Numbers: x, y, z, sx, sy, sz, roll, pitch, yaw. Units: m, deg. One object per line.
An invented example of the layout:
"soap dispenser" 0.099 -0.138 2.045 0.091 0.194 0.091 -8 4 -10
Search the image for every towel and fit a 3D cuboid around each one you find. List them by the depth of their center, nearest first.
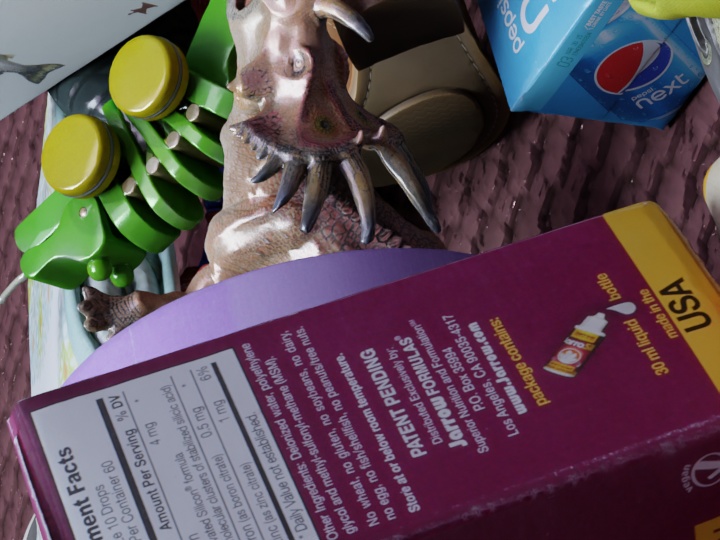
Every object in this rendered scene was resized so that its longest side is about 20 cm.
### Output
"towel" -0.109 0.018 1.195 0.172 0.048 0.201 102 165 -49

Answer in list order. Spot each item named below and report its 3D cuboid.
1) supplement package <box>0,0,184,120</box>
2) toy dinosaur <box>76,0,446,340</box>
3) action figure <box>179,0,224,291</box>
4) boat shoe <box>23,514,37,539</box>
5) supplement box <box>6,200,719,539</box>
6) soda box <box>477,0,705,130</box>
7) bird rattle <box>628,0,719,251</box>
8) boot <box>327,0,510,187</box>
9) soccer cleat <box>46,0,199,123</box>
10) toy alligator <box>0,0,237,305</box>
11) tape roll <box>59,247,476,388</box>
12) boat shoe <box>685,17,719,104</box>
"supplement package" -0.148 -0.140 1.073 0.200 0.117 0.118 -28 62 41
"toy dinosaur" 0.000 0.000 0.989 0.135 0.200 0.086 -27 31 39
"action figure" -0.042 -0.043 1.154 0.099 0.065 0.201 155 118 -69
"boat shoe" -0.111 0.112 1.306 0.057 0.067 0.201 -141 64 -67
"supplement box" 0.017 0.083 0.814 0.103 0.199 0.131 -119 13 -49
"soda box" 0.070 -0.149 1.009 0.068 0.064 0.201 -55 40 44
"bird rattle" 0.149 -0.010 0.765 0.163 0.112 0.201 116 136 -57
"boot" 0.000 -0.126 1.061 0.200 0.073 0.155 92 163 -67
"soccer cleat" -0.104 -0.133 1.152 0.201 0.067 0.081 -102 4 -45
"toy alligator" -0.088 -0.023 1.060 0.200 0.059 0.054 -48 56 16
"tape roll" -0.007 0.076 0.966 0.200 0.199 0.066 -53 40 45
"boat shoe" 0.116 -0.137 0.906 0.065 0.073 0.201 132 141 -52
